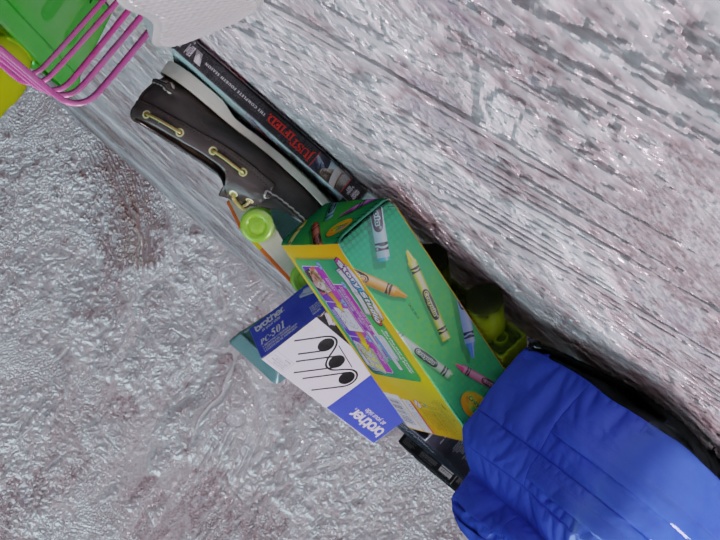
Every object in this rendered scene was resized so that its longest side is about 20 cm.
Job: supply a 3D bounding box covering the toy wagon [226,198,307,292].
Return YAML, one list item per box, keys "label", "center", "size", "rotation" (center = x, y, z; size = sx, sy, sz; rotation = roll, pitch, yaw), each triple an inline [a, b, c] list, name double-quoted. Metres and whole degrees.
- label: "toy wagon"
  center: [-0.050, -0.015, 1.333]
  size: [0.200, 0.040, 0.155]
  rotation: [48, -165, -4]

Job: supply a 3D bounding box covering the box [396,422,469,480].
- label: "box"
  center: [0.069, 0.124, 1.541]
  size: [0.196, 0.118, 0.200]
  rotation: [37, 174, 30]

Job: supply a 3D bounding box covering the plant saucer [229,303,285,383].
- label: "plant saucer"
  center: [-0.037, 0.041, 1.366]
  size: [0.070, 0.200, 0.019]
  rotation: [39, 139, 23]

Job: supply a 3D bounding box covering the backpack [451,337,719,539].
- label: "backpack"
  center: [0.180, 0.174, 0.984]
  size: [0.162, 0.168, 0.200]
  rotation: [37, 173, -32]

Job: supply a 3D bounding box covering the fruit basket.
- label: "fruit basket"
  center: [-0.350, -0.224, 1.258]
  size: [0.155, 0.216, 0.216]
  rotation: [37, 173, 28]

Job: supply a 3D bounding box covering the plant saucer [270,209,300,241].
- label: "plant saucer"
  center: [0.000, 0.000, 1.261]
  size: [0.200, 0.036, 0.200]
  rotation: [43, -169, -11]

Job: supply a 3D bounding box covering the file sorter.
- label: "file sorter"
  center: [-0.236, -0.210, 0.989]
  size: [0.139, 0.126, 0.200]
  rotation: [43, 174, -27]

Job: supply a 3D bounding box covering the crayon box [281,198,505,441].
- label: "crayon box"
  center: [0.032, 0.040, 1.078]
  size: [0.200, 0.058, 0.119]
  rotation: [56, 160, -15]

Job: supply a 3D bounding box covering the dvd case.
- label: "dvd case"
  center: [-0.081, -0.119, 1.172]
  size: [0.200, 0.022, 0.146]
  rotation: [40, 174, -3]

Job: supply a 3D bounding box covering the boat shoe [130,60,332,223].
- label: "boat shoe"
  center: [-0.102, -0.088, 1.138]
  size: [0.201, 0.061, 0.072]
  rotation: [41, 174, -3]

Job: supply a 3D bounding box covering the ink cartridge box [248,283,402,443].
- label: "ink cartridge box"
  center: [-0.010, 0.087, 1.302]
  size: [0.200, 0.094, 0.044]
  rotation: [43, -166, -45]

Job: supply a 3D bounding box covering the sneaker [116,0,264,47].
- label: "sneaker"
  center: [-0.101, -0.179, 0.740]
  size: [0.200, 0.074, 0.082]
  rotation: [86, 165, -88]

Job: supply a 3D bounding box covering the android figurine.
- label: "android figurine"
  center: [0.091, 0.062, 1.136]
  size: [0.182, 0.041, 0.200]
  rotation: [37, 159, 32]

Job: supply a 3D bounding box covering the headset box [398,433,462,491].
- label: "headset box"
  center: [0.203, 0.418, 2.937]
  size: [0.174, 0.093, 0.200]
  rotation: [35, 172, 40]
